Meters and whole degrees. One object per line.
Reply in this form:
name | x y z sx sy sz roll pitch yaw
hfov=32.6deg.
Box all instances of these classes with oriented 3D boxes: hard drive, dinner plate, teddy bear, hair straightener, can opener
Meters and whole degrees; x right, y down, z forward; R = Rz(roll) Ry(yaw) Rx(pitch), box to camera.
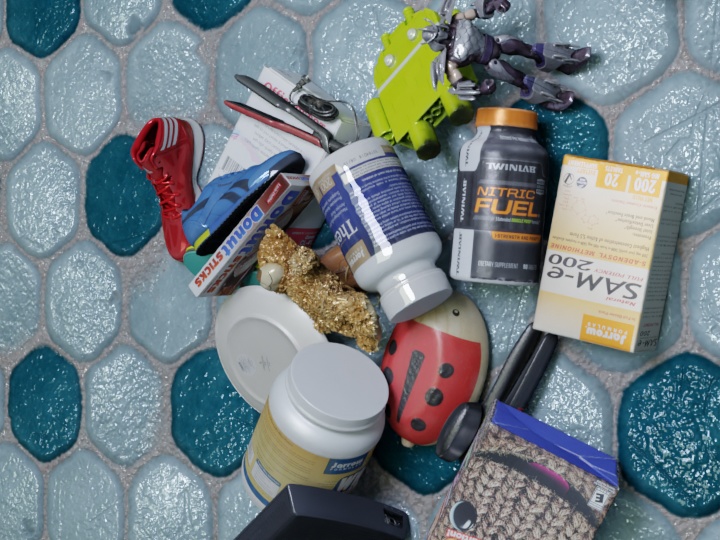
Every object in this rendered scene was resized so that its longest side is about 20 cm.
hard drive | -0.044 0.325 1.489 0.135 0.199 0.042 -47 44 23
dinner plate | -0.117 0.115 1.597 0.199 0.024 0.201 18 121 31
teddy bear | -0.053 0.029 1.475 0.200 0.145 0.067 40 79 6
hair straightener | -0.078 -0.203 1.510 0.199 0.041 0.077 29 104 29
can opener | 0.169 0.152 1.441 0.063 0.078 0.200 41 101 34

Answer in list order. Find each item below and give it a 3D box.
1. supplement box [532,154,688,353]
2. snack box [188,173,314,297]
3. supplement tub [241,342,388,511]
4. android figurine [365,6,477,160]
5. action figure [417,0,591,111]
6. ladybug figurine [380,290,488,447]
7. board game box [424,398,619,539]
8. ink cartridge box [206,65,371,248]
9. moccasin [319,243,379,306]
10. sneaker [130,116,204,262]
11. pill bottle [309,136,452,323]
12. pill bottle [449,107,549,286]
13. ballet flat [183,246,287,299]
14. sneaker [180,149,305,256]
supplement box | 0.277 -0.020 1.367 0.125 0.073 0.201 12 96 32
snack box | -0.131 -0.042 1.527 0.200 0.072 0.024 -48 68 24
supplement tub | -0.055 0.200 1.498 0.145 0.144 0.201 44 133 24
android figurine | 0.072 -0.234 1.482 0.182 0.041 0.201 -44 47 33
action figure | 0.153 -0.244 1.383 0.069 0.199 0.131 -169 92 -69
ladybug figurine | 0.081 0.121 1.488 0.135 0.072 0.201 18 99 30
board game box | 0.175 0.276 1.382 0.159 0.097 0.201 26 104 6
ink cartridge box | -0.096 -0.139 1.595 0.147 0.085 0.201 38 108 26
moccasin | 0.001 0.000 1.545 0.201 0.074 0.078 -36 63 16
sneaker | -0.272 -0.113 1.686 0.078 0.115 0.201 -6 86 31
pill bottle | 0.027 -0.045 1.441 0.111 0.111 0.201 -34 73 27
pill bottle | 0.161 -0.086 1.421 0.106 0.106 0.201 5 92 32
ballet flat | -0.148 -0.005 1.634 0.199 0.067 0.067 14 133 39
sneaker | -0.155 -0.102 1.545 0.200 0.066 0.079 -38 69 28
